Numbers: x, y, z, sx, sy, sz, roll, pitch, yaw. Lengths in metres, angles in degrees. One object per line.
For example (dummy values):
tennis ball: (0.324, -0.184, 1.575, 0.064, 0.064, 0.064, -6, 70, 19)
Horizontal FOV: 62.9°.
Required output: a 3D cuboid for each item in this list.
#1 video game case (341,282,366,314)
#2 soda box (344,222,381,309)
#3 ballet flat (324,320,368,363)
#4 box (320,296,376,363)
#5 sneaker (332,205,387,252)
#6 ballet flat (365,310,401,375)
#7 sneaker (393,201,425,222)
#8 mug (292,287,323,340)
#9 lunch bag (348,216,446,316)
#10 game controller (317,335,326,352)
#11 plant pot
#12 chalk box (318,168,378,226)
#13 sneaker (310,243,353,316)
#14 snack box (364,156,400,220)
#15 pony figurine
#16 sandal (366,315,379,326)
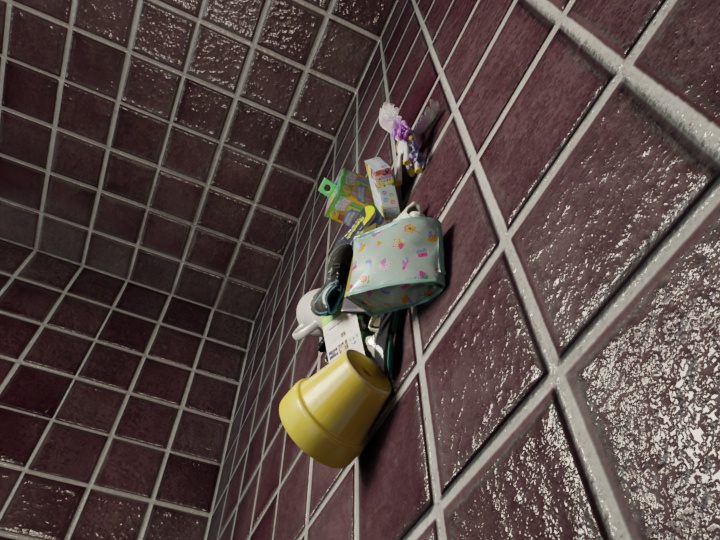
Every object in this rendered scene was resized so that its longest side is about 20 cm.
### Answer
video game case: (0.039, 0.014, 1.449, 0.142, 0.019, 0.201, 0, 61, 27)
soda box: (0.022, -0.011, 1.390, 0.068, 0.064, 0.200, -26, 40, 38)
ballet flat: (-0.043, 0.198, 1.590, 0.074, 0.074, 0.200, -85, 19, -47)
box: (-0.034, 0.166, 1.481, 0.144, 0.036, 0.201, -38, 54, 40)
sneaker: (-0.003, -0.080, 1.617, 0.200, 0.082, 0.074, -49, 39, 16)
ballet flat: (0.049, 0.142, 1.308, 0.073, 0.073, 0.200, 128, 159, -52)
sneaker: (0.110, -0.082, 1.383, 0.200, 0.075, 0.100, -85, 21, -44)
mug: (-0.118, 0.139, 1.743, 0.200, 0.148, 0.175, -38, 8, -19)
lunch bag: (0.087, -0.011, 1.238, 0.199, 0.122, 0.171, -16, 50, 26)
game controller: (-0.048, 0.160, 1.633, 0.042, 0.104, 0.200, 60, 139, 25)
plant pot: (-0.039, 0.279, 1.253, 0.189, 0.201, 0.201, -50, 18, 12)
chalk box: (-0.037, -0.232, 1.892, 0.125, 0.199, 0.124, 126, 159, -48)
sneaker: (-0.054, 0.026, 1.489, 0.082, 0.073, 0.201, 2, 69, 60)
snack box: (0.063, -0.238, 1.688, 0.200, 0.053, 0.143, -111, 5, -70)
pony figurine: (0.125, -0.359, 1.603, 0.193, 0.166, 0.201, 113, 154, -63)
sandal: (0.035, 0.066, 1.502, 0.078, 0.069, 0.212, -62, 39, 29)
